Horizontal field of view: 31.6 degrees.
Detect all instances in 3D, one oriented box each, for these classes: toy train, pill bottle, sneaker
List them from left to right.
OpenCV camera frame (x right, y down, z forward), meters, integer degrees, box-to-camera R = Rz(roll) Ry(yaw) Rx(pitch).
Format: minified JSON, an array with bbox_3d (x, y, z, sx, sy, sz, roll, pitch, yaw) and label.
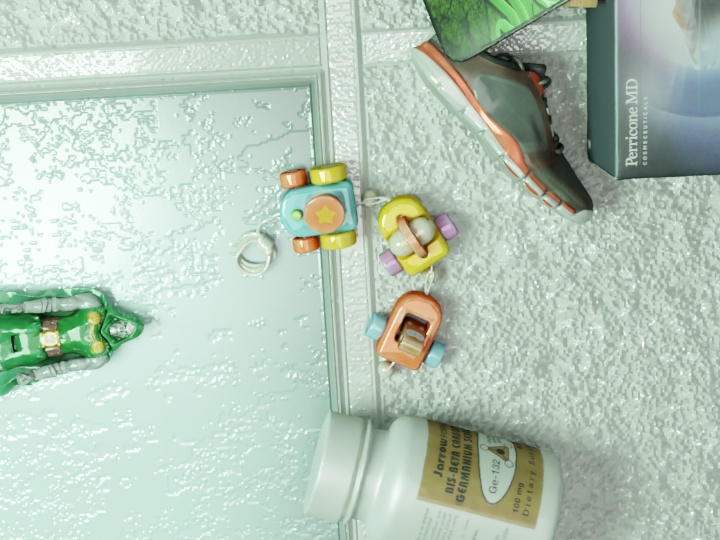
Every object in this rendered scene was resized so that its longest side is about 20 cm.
[{"bbox_3d":[0.000,0.000,1.056,0.200,0.056,0.150,29,100,-7],"label":"toy train"},{"bbox_3d":[0.059,0.184,1.068,0.200,0.114,0.115,15,102,-4],"label":"pill bottle"},{"bbox_3d":[0.132,-0.124,1.022,0.082,0.077,0.200,-43,100,2],"label":"sneaker"}]

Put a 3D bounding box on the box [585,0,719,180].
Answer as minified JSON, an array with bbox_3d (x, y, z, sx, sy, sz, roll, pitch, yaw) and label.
[{"bbox_3d":[0.281,-0.178,0.986,0.198,0.123,0.200,-3,102,1],"label":"box"}]

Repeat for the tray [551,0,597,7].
[{"bbox_3d":[0.162,-0.303,0.966,0.037,0.099,0.200,1,103,-7],"label":"tray"}]

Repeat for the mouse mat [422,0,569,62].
[{"bbox_3d":[0.092,-0.277,0.955,0.161,0.008,0.200,-27,84,34],"label":"mouse mat"}]

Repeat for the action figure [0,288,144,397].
[{"bbox_3d":[-0.281,0.058,1.070,0.200,0.055,0.118,-9,100,-3],"label":"action figure"}]
